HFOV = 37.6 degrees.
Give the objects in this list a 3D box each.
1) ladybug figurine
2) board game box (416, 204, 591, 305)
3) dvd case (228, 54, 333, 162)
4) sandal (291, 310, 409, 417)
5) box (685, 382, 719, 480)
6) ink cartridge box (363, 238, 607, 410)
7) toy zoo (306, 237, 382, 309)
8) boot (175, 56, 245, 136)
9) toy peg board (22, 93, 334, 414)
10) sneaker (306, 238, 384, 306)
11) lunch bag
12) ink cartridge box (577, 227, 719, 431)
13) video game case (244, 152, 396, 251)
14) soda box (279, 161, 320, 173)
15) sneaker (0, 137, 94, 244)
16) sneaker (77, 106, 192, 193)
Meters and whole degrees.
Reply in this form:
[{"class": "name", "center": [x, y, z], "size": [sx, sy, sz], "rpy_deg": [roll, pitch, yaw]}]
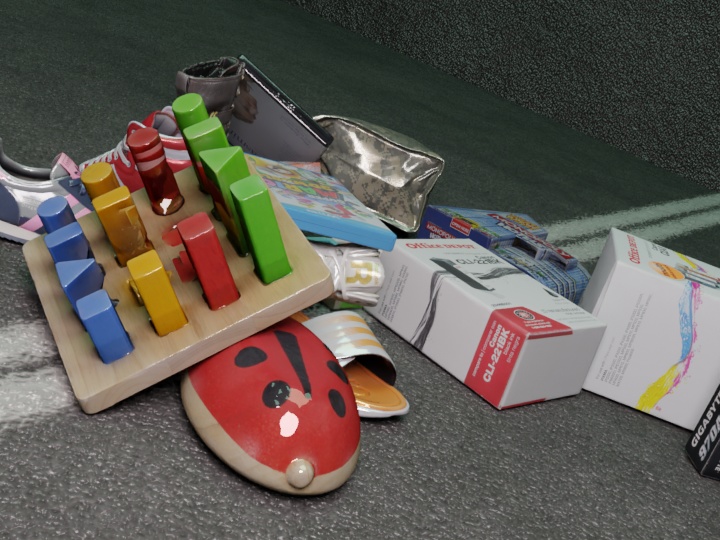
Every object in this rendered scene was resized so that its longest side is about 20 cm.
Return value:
[{"class": "ladybug figurine", "center": [-0.061, 0.088, 0.777], "size": [0.134, 0.073, 0.200], "rpy_deg": [11, 20, -25]}, {"class": "board game box", "center": [0.206, -0.022, 1.381], "size": [0.199, 0.062, 0.199], "rpy_deg": [30, 22, 29]}, {"class": "dvd case", "center": [-0.113, -0.169, 1.277], "size": [0.142, 0.018, 0.200], "rpy_deg": [42, -20, -4]}, {"class": "sandal", "center": [-0.033, 0.057, 0.914], "size": [0.078, 0.060, 0.206], "rpy_deg": [1, 26, -42]}, {"class": "box", "center": [0.418, 0.117, 0.984], "size": [0.157, 0.202, 0.046], "rpy_deg": [15, 23, -12]}, {"class": "ink cartridge box", "center": [0.122, 0.046, 1.066], "size": [0.143, 0.085, 0.199], "rpy_deg": [-2, 27, -46]}, {"class": "toy zoo", "center": [0.000, 0.000, 1.171], "size": [0.198, 0.021, 0.131], "rpy_deg": [-1, 28, -47]}, {"class": "boot", "center": [-0.160, -0.152, 1.189], "size": [0.069, 0.176, 0.200], "rpy_deg": [24, 20, 15]}, {"class": "toy peg board", "center": [-0.153, -0.032, 0.788], "size": [0.197, 0.099, 0.200], "rpy_deg": [-26, 43, -12]}, {"class": "sneaker", "center": [-0.037, -0.006, 0.923], "size": [0.114, 0.075, 0.200], "rpy_deg": [2, 0, 13]}, {"class": "lunch bag", "center": [-0.001, -0.139, 1.387], "size": [0.198, 0.119, 0.164], "rpy_deg": [24, 7, -3]}, {"class": "ink cartridge box", "center": [0.332, 0.068, 1.125], "size": [0.197, 0.146, 0.145], "rpy_deg": [20, 19, 5]}, {"class": "video game case", "center": [-0.061, -0.071, 0.990], "size": [0.141, 0.018, 0.200], "rpy_deg": [14, 15, -22]}, {"class": "soda box", "center": [-0.118, -0.080, 1.156], "size": [0.063, 0.070, 0.199], "rpy_deg": [4, 10, 29]}, {"class": "sneaker", "center": [-0.259, -0.059, 0.972], "size": [0.197, 0.083, 0.070], "rpy_deg": [15, 16, -21]}, {"class": "sneaker", "center": [-0.236, -0.109, 1.041], "size": [0.197, 0.114, 0.071], "rpy_deg": [9, 25, 18]}]
